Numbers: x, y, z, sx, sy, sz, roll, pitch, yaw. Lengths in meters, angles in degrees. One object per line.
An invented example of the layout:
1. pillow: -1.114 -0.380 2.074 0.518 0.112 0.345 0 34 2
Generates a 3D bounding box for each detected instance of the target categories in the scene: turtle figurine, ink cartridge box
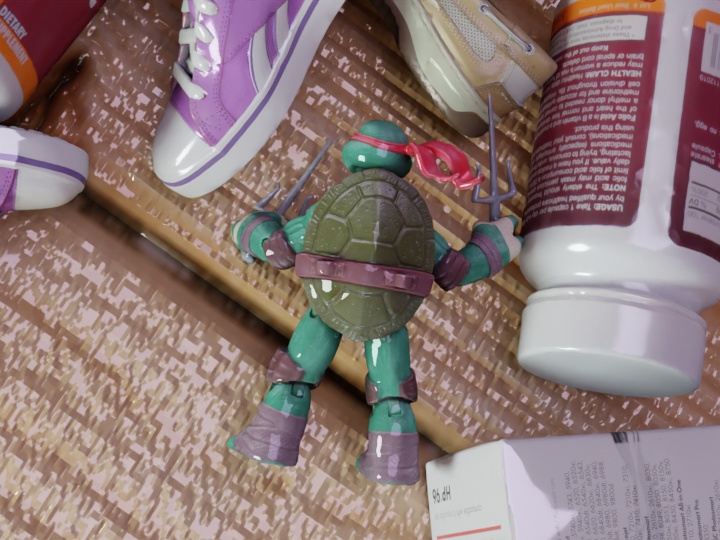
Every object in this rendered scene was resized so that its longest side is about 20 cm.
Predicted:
1. turtle figurine: 0.000 0.000 0.867 0.148 0.101 0.202 11 91 10
2. ink cartridge box: 0.107 0.119 0.870 0.198 0.116 0.069 -2 78 -18

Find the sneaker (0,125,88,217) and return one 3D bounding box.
1. sneaker: -0.228 -0.010 0.827 0.198 0.073 0.116 -3 83 -6

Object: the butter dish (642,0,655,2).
1. butter dish: 0.110 -0.269 0.867 0.147 0.201 0.199 -36 46 -9

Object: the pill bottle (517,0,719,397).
1. pill bottle: 0.144 -0.042 0.916 0.113 0.114 0.202 14 75 -13

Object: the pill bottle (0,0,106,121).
1. pill bottle: -0.159 -0.181 0.855 0.113 0.113 0.201 37 71 -6

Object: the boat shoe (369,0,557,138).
1. boat shoe: 0.034 -0.172 0.920 0.076 0.072 0.201 -35 91 18

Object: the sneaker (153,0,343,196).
1. sneaker: -0.072 -0.141 0.848 0.114 0.073 0.202 25 101 -34
